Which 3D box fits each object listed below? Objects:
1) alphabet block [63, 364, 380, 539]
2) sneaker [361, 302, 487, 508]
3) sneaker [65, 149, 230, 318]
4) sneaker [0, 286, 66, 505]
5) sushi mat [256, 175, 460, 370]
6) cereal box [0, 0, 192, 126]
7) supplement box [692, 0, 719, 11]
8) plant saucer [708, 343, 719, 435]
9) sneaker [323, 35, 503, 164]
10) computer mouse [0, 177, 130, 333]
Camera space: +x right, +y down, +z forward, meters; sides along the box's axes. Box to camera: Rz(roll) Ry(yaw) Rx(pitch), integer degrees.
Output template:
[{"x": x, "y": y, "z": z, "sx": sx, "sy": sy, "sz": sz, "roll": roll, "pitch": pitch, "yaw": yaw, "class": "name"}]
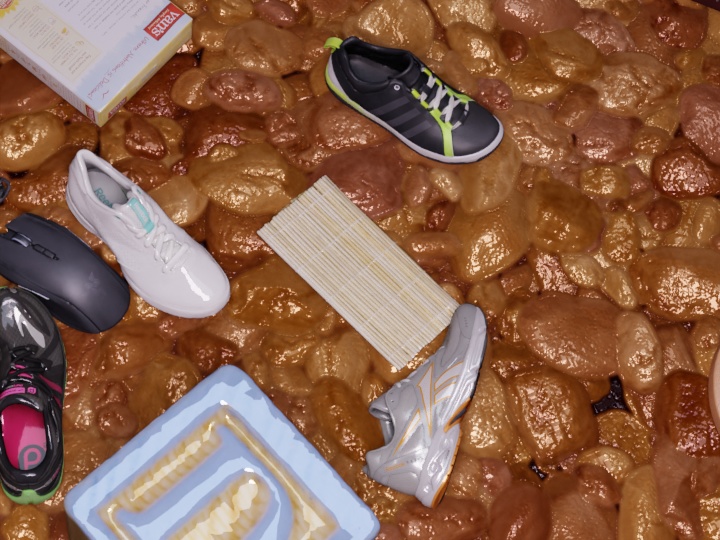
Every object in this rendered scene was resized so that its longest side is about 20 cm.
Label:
[{"x": -0.122, "y": 0.232, "z": 1.517, "sx": 0.195, "sy": 0.200, "sz": 0.197, "roll": -38, "pitch": 76, "yaw": -19, "class": "alphabet block"}, {"x": 0.059, "y": 0.114, "z": 1.660, "sx": 0.091, "sy": 0.076, "sz": 0.201, "roll": 16, "pitch": 65, "yaw": 5, "class": "sneaker"}, {"x": -0.204, "y": -0.036, "z": 1.678, "sx": 0.200, "sy": 0.089, "sz": 0.075, "roll": 40, "pitch": 67, "yaw": 10, "class": "sneaker"}, {"x": -0.299, "y": 0.107, "z": 1.604, "sx": 0.076, "sy": 0.084, "sz": 0.201, "roll": -9, "pitch": 74, "yaw": -11, "class": "sneaker"}, {"x": 0.000, "y": 0.000, "z": 1.731, "sx": 0.200, "sy": 0.012, "sz": 0.096, "roll": 44, "pitch": 70, "yaw": 11, "class": "sushi mat"}, {"x": -0.287, "y": -0.255, "z": 1.786, "sx": 0.200, "sy": 0.040, "sz": 0.144, "roll": 39, "pitch": 68, "yaw": 9, "class": "cereal box"}, {"x": 0.422, "y": -0.366, "z": 1.837, "sx": 0.199, "sy": 0.197, "sz": 0.133, "roll": 21, "pitch": 66, "yaw": 3, "class": "supplement box"}, {"x": 0.437, "y": 0.121, "z": 1.727, "sx": 0.199, "sy": 0.032, "sz": 0.202, "roll": 2, "pitch": 67, "yaw": -6, "class": "plant saucer"}, {"x": 0.050, "y": -0.172, "z": 1.770, "sx": 0.199, "sy": 0.083, "sz": 0.072, "roll": 24, "pitch": 67, "yaw": 3, "class": "sneaker"}, {"x": -0.322, "y": 0.003, "z": 1.670, "sx": 0.200, "sy": 0.046, "sz": 0.141, "roll": 39, "pitch": 67, "yaw": 9, "class": "computer mouse"}]
